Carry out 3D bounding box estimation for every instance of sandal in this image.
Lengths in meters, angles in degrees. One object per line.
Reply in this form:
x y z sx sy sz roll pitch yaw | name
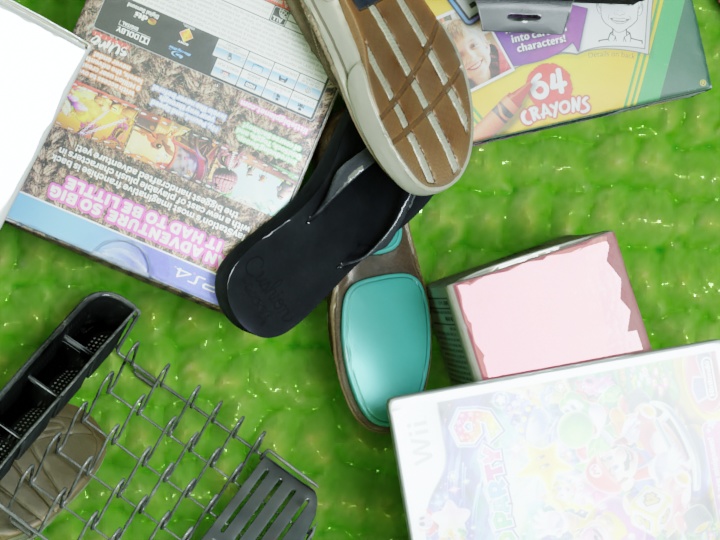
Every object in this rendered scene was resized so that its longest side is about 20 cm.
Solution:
-0.001 -0.038 1.236 0.076 0.043 0.200 46 74 -26 | sandal

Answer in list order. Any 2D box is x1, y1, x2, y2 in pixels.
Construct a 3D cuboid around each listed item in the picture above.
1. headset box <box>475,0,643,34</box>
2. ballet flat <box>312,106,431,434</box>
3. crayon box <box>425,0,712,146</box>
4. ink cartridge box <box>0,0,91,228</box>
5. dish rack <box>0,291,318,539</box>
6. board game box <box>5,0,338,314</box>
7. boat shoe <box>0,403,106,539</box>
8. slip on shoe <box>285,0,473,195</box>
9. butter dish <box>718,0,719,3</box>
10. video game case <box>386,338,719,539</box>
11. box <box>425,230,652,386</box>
0.100 -0.242 1.253 0.148 0.075 0.201 1 92 -2 | headset box
0.000 0.000 1.303 0.068 0.072 0.201 -9 90 -21 | ballet flat
0.102 -0.174 1.323 0.199 0.058 0.173 -13 91 -5 | crayon box
-0.235 -0.086 1.209 0.083 0.200 0.147 27 89 -18 | ink cartridge box
-0.124 0.124 1.260 0.200 0.055 0.154 35 55 4 | dish rack
-0.108 -0.091 1.281 0.159 0.097 0.201 23 87 -5 | board game box
-0.242 0.155 1.284 0.073 0.063 0.201 46 69 5 | boat shoe
0.000 -0.134 1.213 0.076 0.061 0.200 -28 91 -32 | slip on shoe
0.359 -0.174 1.305 0.199 0.148 0.200 -41 93 -4 | butter dish
0.124 0.127 1.213 0.199 0.018 0.144 -10 91 -5 | video game case
0.123 0.086 1.286 0.109 0.128 0.201 -18 92 -6 | box
